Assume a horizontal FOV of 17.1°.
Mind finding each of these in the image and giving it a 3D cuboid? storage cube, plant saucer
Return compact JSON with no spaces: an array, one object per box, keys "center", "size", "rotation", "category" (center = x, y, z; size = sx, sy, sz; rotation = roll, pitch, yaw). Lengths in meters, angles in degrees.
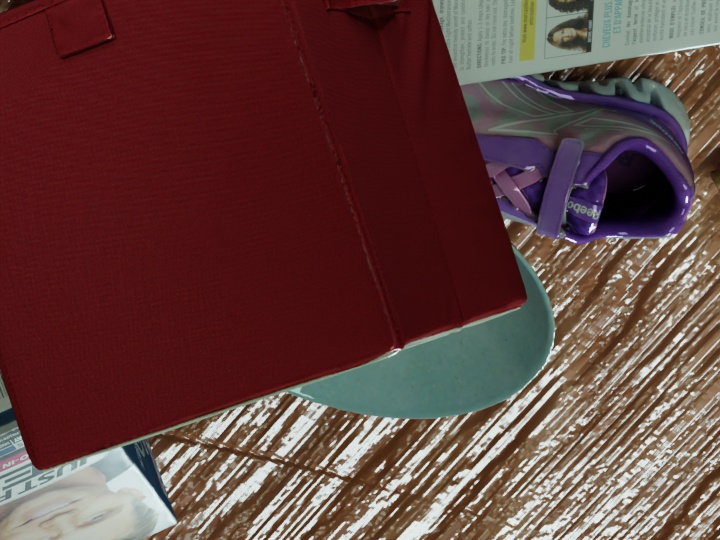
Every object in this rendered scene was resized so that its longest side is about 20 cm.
[{"center":[-0.054,-0.036,1.003],"size":[0.199,0.171,0.181],"rotation":[-18,89,22],"category":"storage cube"},{"center":[0.000,0.000,1.169],"size":[0.200,0.039,0.201],"rotation":[10,145,7],"category":"plant saucer"}]

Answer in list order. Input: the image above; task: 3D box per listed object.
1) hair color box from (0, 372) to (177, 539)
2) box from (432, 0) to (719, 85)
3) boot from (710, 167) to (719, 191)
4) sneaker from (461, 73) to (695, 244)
[{"center":[-0.161,0.088,1.147],"size":[0.100,0.061,0.200],"rotation":[-24,157,-1],"category":"hair color box"},{"center":[0.085,-0.140,1.127],"size":[0.199,0.049,0.083],"rotation":[-9,126,-13],"category":"box"},{"center":[0.267,-0.100,1.228],"size":[0.199,0.069,0.188],"rotation":[-30,136,13],"category":"boot"},{"center":[0.080,-0.053,1.164],"size":[0.199,0.089,0.081],"rotation":[4,125,-18],"category":"sneaker"}]
